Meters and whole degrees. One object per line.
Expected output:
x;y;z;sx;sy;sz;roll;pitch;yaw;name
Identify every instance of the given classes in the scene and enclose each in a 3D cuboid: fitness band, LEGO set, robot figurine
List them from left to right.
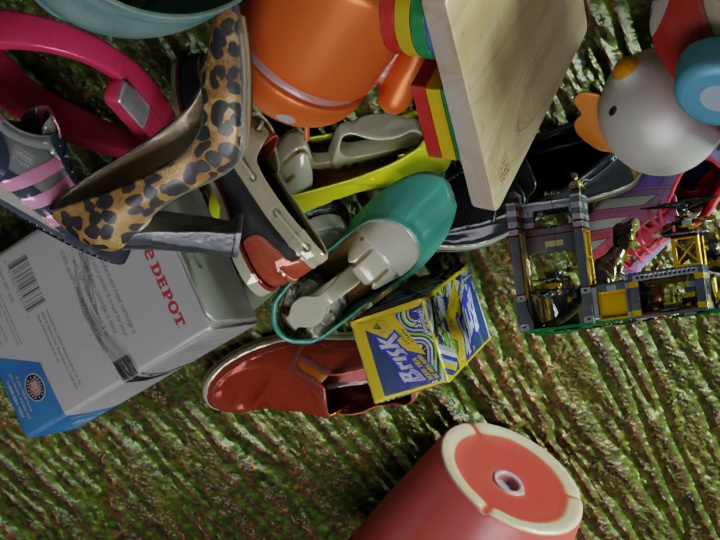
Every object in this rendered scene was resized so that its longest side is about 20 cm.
-0.218;-0.137;1.647;0.143;0.038;0.200;16;165;16;fitness band
-0.023;-0.184;1.616;0.143;0.117;0.200;10;134;-31;robot figurine
0.198;-0.018;1.697;0.199;0.117;0.154;-9;175;26;LEGO set

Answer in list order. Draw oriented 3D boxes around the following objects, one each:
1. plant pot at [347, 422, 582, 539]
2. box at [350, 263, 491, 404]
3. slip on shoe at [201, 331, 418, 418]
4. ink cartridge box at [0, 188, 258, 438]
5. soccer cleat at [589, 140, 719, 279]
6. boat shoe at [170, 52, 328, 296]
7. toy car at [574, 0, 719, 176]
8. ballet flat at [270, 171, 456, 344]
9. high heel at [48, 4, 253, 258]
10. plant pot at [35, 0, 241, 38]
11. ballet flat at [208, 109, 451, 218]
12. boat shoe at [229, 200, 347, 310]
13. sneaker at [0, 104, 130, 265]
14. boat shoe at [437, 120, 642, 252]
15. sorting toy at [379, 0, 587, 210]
0.095;0.246;1.967;0.199;0.201;0.178;19;121;-16;plant pot
0.050;0.048;1.771;0.064;0.200;0.070;-16;94;15;box
-0.041;0.095;1.906;0.199;0.061;0.074;-6;134;7;slip on shoe
-0.201;0.024;1.779;0.199;0.145;0.084;-29;170;24;ink cartridge box
0.235;-0.044;1.769;0.066;0.077;0.200;23;128;-20;soccer cleat
-0.086;-0.081;1.678;0.062;0.201;0.071;-28;163;20;boat shoe
0.231;-0.137;1.628;0.199;0.185;0.177;-21;130;33;toy car
0.000;0.000;1.734;0.067;0.071;0.200;43;126;-11;ballet flat
-0.149;-0.101;1.586;0.142;0.072;0.201;5;117;-3;high heel
-0.166;-0.244;1.532;0.199;0.201;0.134;24;155;-20;plant pot
-0.026;-0.087;1.730;0.199;0.067;0.067;-13;148;0;ballet flat
-0.096;-0.010;1.815;0.201;0.061;0.072;-32;156;27;boat shoe
-0.232;-0.073;1.652;0.200;0.070;0.082;34;85;-43;sneaker
0.124;-0.072;1.742;0.199;0.075;0.062;-18;149;7;boat shoe
0.084;-0.185;1.573;0.069;0.201;0.199;10;141;25;sorting toy
